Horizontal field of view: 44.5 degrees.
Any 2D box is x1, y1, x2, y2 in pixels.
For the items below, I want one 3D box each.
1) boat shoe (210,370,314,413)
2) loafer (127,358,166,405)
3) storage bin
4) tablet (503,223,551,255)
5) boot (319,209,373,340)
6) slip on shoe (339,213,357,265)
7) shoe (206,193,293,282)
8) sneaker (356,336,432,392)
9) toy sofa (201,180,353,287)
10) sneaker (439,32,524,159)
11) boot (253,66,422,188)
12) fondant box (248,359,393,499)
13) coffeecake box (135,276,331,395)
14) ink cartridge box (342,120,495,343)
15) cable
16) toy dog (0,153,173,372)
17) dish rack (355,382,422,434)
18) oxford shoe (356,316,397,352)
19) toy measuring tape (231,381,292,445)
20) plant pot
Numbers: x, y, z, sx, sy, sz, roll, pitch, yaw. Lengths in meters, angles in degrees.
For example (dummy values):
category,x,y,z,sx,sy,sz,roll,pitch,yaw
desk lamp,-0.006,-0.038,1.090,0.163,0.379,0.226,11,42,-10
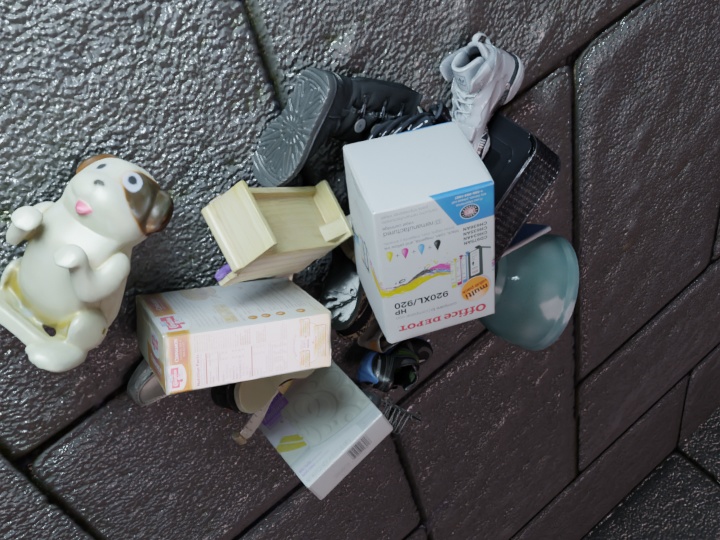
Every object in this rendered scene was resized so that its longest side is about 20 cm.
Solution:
category,x,y,z,sx,sy,sz,roll,pitch,yaw
boat shoe,-0.116,0.122,1.168,0.201,0.062,0.075,-35,117,-47
loafer,-0.210,0.112,1.147,0.199,0.070,0.070,-37,143,-16
storage bin,0.179,-0.122,1.289,0.093,0.135,0.201,19,108,-52
tablet,0.194,-0.034,1.404,0.199,0.130,0.014,-26,109,-28
boot,-0.002,0.000,1.272,0.154,0.073,0.206,70,39,-74
slip on shoe,0.062,-0.076,1.172,0.198,0.061,0.076,-27,167,-4
shoe,-0.134,-0.020,1.122,0.070,0.053,0.200,-44,144,-6
sneaker,0.068,0.164,1.466,0.199,0.082,0.071,-14,134,-59
toy sofa,-0.103,-0.048,1.043,0.097,0.084,0.199,-33,170,27
sneaker,0.142,-0.227,1.213,0.114,0.075,0.201,22,100,-52
boot,-0.024,-0.171,1.104,0.199,0.066,0.165,-9,143,-55
fondant box,-0.070,0.204,1.268,0.144,0.200,0.058,-43,142,-7
coffeecake box,-0.154,0.072,1.052,0.198,0.153,0.074,-7,108,-24
ink cartridge box,0.072,-0.045,1.061,0.145,0.145,0.202,-14,131,-7
cable,0.052,-0.136,1.147,0.162,0.051,0.200,-35,164,-7
toy dog,-0.275,-0.018,0.908,0.201,0.139,0.193,-59,156,14
dish rack,0.005,0.212,1.406,0.200,0.152,0.055,35,79,-55
oxford shoe,0.079,0.063,1.423,0.200,0.058,0.076,-41,142,-14
toy measuring tape,-0.135,0.147,1.243,0.201,0.073,0.074,-56,148,-20
plant pot,0.252,0.024,1.479,0.133,0.201,0.202,13,116,-22
